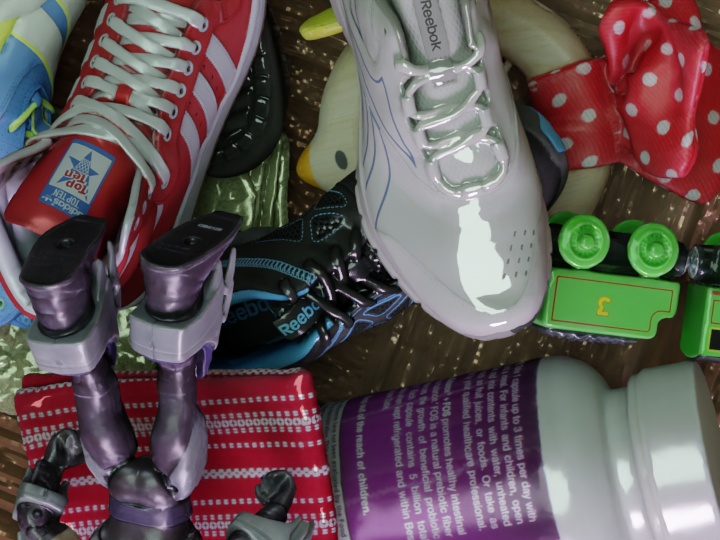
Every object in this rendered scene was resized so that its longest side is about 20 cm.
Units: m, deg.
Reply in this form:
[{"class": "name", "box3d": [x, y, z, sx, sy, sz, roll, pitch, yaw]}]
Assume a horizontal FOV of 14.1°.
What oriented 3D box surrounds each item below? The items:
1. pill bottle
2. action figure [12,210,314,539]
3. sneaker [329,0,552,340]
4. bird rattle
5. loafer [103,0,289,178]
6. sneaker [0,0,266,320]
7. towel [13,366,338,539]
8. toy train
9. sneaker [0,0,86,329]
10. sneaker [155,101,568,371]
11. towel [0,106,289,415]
[{"class": "pill bottle", "box3d": [0.055, 0.099, 1.240, 0.199, 0.112, 0.113, -13, 89, 13]}, {"class": "action figure", "box3d": [-0.083, 0.078, 1.156, 0.130, 0.069, 0.201, 6, 117, 13]}, {"class": "sneaker", "box3d": [0.026, -0.070, 1.138, 0.074, 0.087, 0.201, -16, 81, -4]}, {"class": "bird rattle", "box3d": [0.061, -0.072, 1.260, 0.199, 0.113, 0.163, 29, 110, -4]}, {"class": "loafer", "box3d": [-0.076, -0.137, 1.278, 0.073, 0.071, 0.201, -22, 83, 19]}, {"class": "sneaker", "box3d": [-0.097, -0.071, 1.190, 0.071, 0.112, 0.201, 17, 103, 13]}, {"class": "towel", "box3d": [-0.072, 0.140, 1.211, 0.144, 0.022, 0.201, -2, 100, 26]}, {"class": "toy train", "box3d": [0.164, 0.013, 1.217, 0.199, 0.042, 0.057, 7, 92, -12]}, {"class": "sneaker", "box3d": [-0.156, -0.039, 1.269, 0.105, 0.076, 0.200, 37, 107, -6]}, {"class": "sneaker", "box3d": [0.000, 0.000, 1.214, 0.200, 0.082, 0.073, -31, 109, 22]}, {"class": "towel", "box3d": [-0.130, -0.002, 1.314, 0.199, 0.036, 0.149, 7, 94, 10]}]
